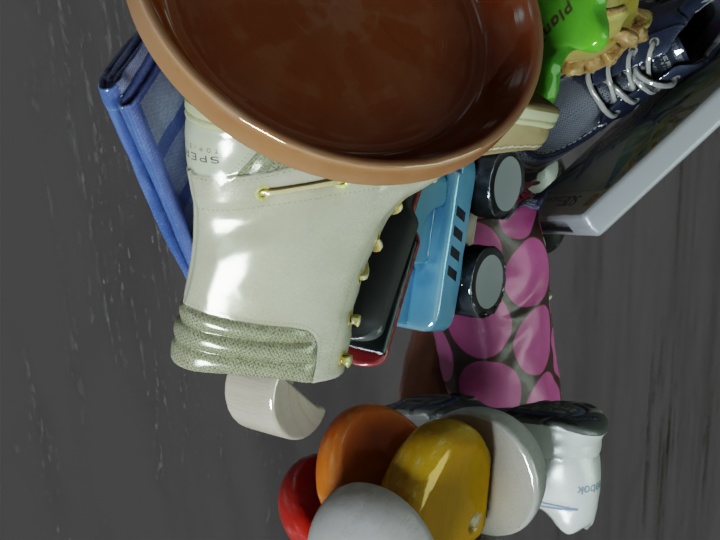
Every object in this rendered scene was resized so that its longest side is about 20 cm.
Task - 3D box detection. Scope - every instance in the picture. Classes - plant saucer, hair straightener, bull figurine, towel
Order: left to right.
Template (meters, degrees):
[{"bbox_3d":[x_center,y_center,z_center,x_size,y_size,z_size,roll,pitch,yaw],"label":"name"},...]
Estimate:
[{"bbox_3d":[-0.064,-0.112,0.713,0.147,0.024,0.200,74,34,-52],"label":"towel"},{"bbox_3d":[-0.012,-0.125,0.641,0.032,0.200,0.200,-51,-168,55],"label":"plant saucer"},{"bbox_3d":[0.026,-0.049,0.781,0.077,0.041,0.200,77,34,-66],"label":"hair straightener"},{"bbox_3d":[0.085,0.029,1.074,0.121,0.065,0.200,15,93,-36],"label":"bull figurine"}]

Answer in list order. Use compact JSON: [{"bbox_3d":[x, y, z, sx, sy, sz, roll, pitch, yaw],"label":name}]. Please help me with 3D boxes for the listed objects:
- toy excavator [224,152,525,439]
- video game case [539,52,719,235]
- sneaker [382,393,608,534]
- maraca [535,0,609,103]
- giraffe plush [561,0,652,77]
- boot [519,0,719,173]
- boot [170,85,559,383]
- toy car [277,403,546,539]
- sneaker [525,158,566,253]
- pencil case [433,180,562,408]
[{"bbox_3d":[0.000,0.000,0.857,0.200,0.100,0.195,5,95,-55],"label":"toy excavator"},{"bbox_3d":[0.209,-0.098,1.004,0.200,0.022,0.182,-42,-173,-5],"label":"video game case"},{"bbox_3d":[0.073,0.128,0.934,0.074,0.200,0.087,-8,97,-45],"label":"sneaker"},{"bbox_3d":[0.083,-0.179,0.777,0.137,0.107,0.200,-52,-136,39],"label":"maraca"},{"bbox_3d":[0.110,-0.193,0.929,0.173,0.162,0.200,-58,149,-45],"label":"giraffe plush"},{"bbox_3d":[0.183,-0.142,0.999,0.200,0.090,0.073,-45,115,-19],"label":"boot"},{"bbox_3d":[0.001,-0.025,0.703,0.200,0.072,0.155,-5,114,-29],"label":"boot"},{"bbox_3d":[0.016,0.174,0.845,0.175,0.150,0.200,-26,120,-49],"label":"toy car"},{"bbox_3d":[0.114,-0.098,1.115,0.088,0.074,0.200,-36,118,-52],"label":"sneaker"},{"bbox_3d":[0.101,0.038,0.997,0.094,0.091,0.200,-24,114,-41],"label":"pencil case"}]
